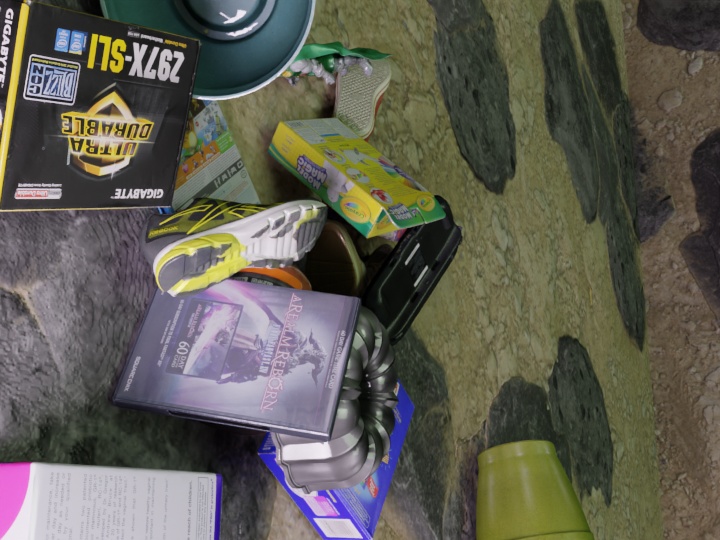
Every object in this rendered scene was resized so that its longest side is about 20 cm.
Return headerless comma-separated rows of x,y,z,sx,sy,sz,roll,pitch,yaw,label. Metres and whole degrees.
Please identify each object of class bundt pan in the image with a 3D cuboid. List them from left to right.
-0.016,0.125,0.877,0.202,0.075,0.203,-1,90,-68,bundt pan

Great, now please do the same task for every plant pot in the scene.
-0.142,-0.279,0.856,0.134,0.199,0.201,-95,166,-71,plant pot
0.270,0.384,1.409,0.200,0.200,0.194,32,44,-53,plant pot

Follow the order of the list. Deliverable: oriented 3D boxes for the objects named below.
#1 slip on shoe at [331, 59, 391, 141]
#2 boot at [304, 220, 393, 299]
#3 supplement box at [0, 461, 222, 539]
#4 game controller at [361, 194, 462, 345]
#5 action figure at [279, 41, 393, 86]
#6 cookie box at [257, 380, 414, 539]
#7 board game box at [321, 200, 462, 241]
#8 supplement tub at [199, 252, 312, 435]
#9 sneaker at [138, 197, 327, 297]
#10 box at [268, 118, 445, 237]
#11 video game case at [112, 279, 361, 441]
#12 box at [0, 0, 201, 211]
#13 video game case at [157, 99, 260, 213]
-0.002,-0.233,1.200,0.061,0.074,0.201,102,0,-49,slip on shoe
0.000,0.000,1.125,0.155,0.072,0.201,-52,134,-50,boot
-0.210,0.206,0.676,0.200,0.101,0.104,23,63,-57,supplement box
0.066,-0.001,1.099,0.200,0.042,0.104,-55,134,-26,game controller
-0.063,-0.256,1.072,0.200,0.118,0.055,-20,112,-51,action figure
-0.020,0.189,1.038,0.172,0.075,0.200,60,37,-32,cookie box
0.045,-0.066,1.175,0.200,0.120,0.032,-2,114,-61,board game box
-0.109,0.058,0.885,0.107,0.107,0.201,50,43,-43,supplement tub
-0.120,-0.045,0.836,0.199,0.085,0.075,-19,142,-38,sneaker
-0.001,-0.108,1.035,0.117,0.200,0.048,-16,140,-52,box
-0.110,0.074,0.799,0.019,0.199,0.143,83,17,-55,video game case
-0.226,-0.132,0.728,0.200,0.049,0.160,-8,114,-61,box
-0.174,-0.111,0.905,0.143,0.018,0.201,-52,127,-51,video game case
